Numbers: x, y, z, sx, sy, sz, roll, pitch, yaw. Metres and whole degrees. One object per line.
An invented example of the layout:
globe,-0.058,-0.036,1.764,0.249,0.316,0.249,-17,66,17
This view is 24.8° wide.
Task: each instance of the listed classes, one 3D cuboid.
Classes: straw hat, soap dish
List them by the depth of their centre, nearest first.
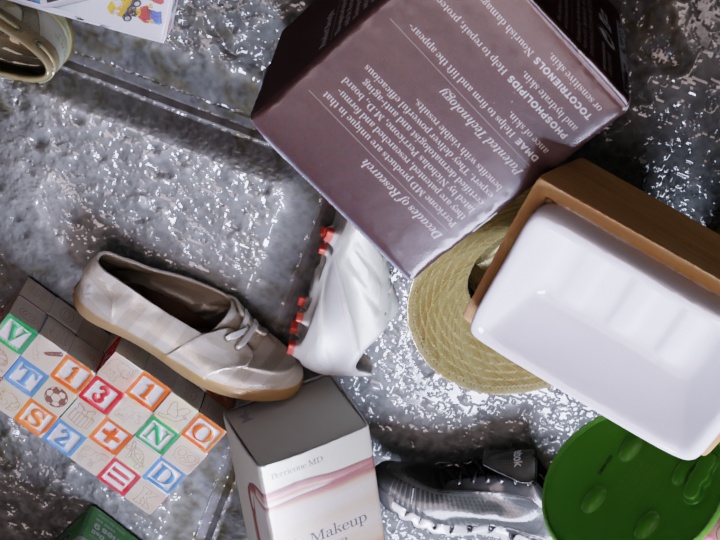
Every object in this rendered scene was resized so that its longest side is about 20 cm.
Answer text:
soap dish,0.185,0.025,1.105,0.199,0.081,0.158,29,139,4
straw hat,0.123,-0.005,1.236,0.199,0.085,0.203,-6,126,-9

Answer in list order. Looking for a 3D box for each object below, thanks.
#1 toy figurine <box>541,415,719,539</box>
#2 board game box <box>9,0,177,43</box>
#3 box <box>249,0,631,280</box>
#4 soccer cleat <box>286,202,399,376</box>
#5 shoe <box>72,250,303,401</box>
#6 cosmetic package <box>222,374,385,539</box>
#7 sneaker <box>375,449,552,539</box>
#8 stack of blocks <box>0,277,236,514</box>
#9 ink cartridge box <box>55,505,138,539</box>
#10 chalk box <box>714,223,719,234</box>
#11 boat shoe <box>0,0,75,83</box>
toy figurine,0.259,0.202,1.322,0.149,0.201,0.185,20,154,41
board game box,-0.177,-0.272,1.153,0.125,0.035,0.202,15,120,-2
box,0.057,-0.140,1.121,0.200,0.166,0.164,-39,109,25
soccer cleat,0.000,0.000,1.269,0.077,0.070,0.201,14,127,-7
shoe,-0.133,0.044,1.303,0.198,0.070,0.054,25,128,-4
cosmetic package,-0.040,0.201,1.344,0.102,0.087,0.202,-20,123,-16
sneaker,0.108,0.179,1.354,0.198,0.067,0.091,18,116,-7
stack of blocks,-0.215,0.096,1.349,0.199,0.059,0.115,37,117,-13
ink cartridge box,-0.266,0.322,1.400,0.087,0.201,0.145,40,117,-15
chalk box,0.341,-0.021,1.177,0.124,0.124,0.201,26,119,-7
boat shoe,-0.313,-0.183,1.203,0.199,0.063,0.074,17,120,-3
